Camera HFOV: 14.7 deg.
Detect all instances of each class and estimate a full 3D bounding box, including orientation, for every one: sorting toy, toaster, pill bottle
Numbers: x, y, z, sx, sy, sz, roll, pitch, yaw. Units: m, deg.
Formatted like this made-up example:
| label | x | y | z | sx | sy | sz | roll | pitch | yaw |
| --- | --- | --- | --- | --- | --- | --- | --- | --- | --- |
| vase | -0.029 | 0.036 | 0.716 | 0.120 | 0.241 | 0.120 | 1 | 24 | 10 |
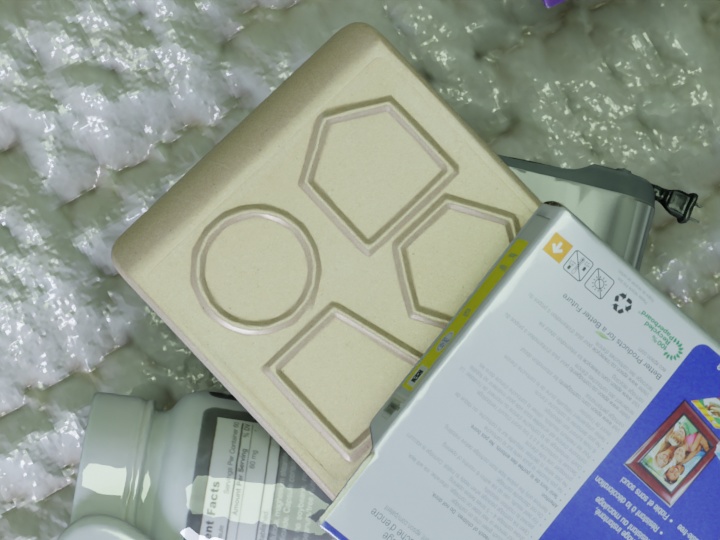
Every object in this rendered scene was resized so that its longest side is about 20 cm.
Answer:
| label | x | y | z | sx | sy | sz | roll | pitch | yaw |
| --- | --- | --- | --- | --- | --- | --- | --- | --- | --- |
| sorting toy | 0.000 | 0.000 | 1.446 | 0.185 | 0.036 | 0.200 | -43 | 83 | -5 |
| toaster | 0.076 | 0.001 | 1.518 | 0.199 | 0.114 | 0.130 | 12 | 85 | -2 |
| pill bottle | -0.052 | 0.126 | 1.491 | 0.199 | 0.114 | 0.114 | 9 | 82 | -1 |

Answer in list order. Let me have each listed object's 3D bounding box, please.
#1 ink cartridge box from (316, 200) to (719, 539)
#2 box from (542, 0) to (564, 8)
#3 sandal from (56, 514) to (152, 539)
| label | x | y | z | sx | sy | sz | roll | pitch | yaw |
| --- | --- | --- | --- | --- | --- | --- | --- | --- | --- |
| ink cartridge box | 0.108 | 0.104 | 1.407 | 0.198 | 0.047 | 0.200 | 40 | 88 | -14 |
| box | 0.161 | -0.229 | 1.546 | 0.200 | 0.137 | 0.039 | -26 | 125 | -6 |
| sandal | -0.093 | 0.214 | 1.452 | 0.082 | 0.050 | 0.203 | -37 | 95 | 8 |
